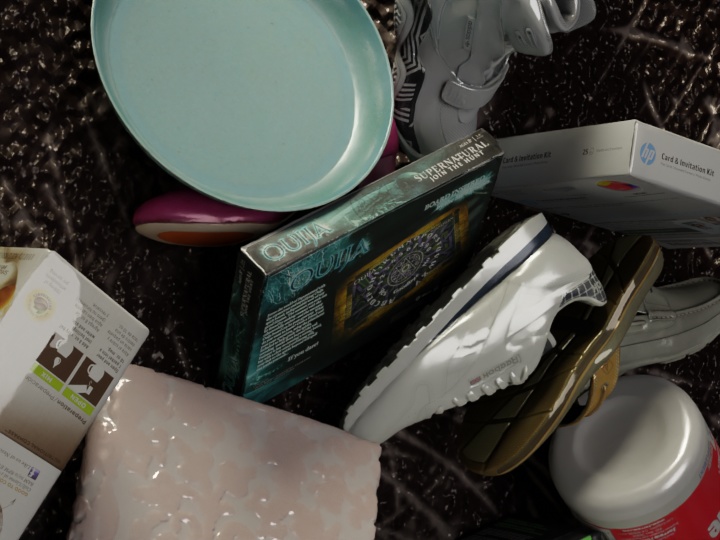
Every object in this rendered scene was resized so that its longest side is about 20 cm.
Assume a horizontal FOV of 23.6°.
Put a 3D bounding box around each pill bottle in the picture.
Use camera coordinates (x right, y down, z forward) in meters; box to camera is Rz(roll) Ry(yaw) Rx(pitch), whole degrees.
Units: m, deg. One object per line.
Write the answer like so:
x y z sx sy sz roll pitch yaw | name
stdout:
0.218 0.174 1.228 0.113 0.112 0.200 -56 135 -21 | pill bottle

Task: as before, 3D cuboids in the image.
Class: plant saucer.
-0.073 -0.122 1.041 0.199 0.027 0.202 13 61 -25 | plant saucer

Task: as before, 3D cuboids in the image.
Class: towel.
-0.082 0.168 1.013 0.190 0.032 0.201 19 57 -19 | towel

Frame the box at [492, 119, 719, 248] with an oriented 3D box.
0.204 -0.056 1.202 0.199 0.155 0.042 13 81 -35 | box

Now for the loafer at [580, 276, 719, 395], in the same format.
0.194 0.034 1.249 0.199 0.070 0.070 -19 110 -34 | loafer

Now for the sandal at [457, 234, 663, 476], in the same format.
0.145 0.063 1.162 0.200 0.080 0.054 -51 119 -12 | sandal

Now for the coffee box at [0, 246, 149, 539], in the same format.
-0.217 0.090 0.925 0.080 0.114 0.201 42 67 -29 | coffee box

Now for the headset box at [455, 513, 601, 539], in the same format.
0.086 0.278 1.161 0.199 0.092 0.176 -17 101 -35 | headset box

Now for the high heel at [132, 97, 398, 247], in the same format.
-0.060 -0.069 1.075 0.199 0.067 0.097 -6 84 -41 | high heel

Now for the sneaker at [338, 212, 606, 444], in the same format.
0.070 0.055 1.121 0.200 0.076 0.081 -43 96 -1 | sneaker

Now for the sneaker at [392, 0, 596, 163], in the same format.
0.083 -0.139 1.105 0.075 0.114 0.201 -39 137 -45 | sneaker

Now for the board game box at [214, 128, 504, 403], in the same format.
0.000 0.000 1.084 0.199 0.028 0.136 -28 149 -33 | board game box
